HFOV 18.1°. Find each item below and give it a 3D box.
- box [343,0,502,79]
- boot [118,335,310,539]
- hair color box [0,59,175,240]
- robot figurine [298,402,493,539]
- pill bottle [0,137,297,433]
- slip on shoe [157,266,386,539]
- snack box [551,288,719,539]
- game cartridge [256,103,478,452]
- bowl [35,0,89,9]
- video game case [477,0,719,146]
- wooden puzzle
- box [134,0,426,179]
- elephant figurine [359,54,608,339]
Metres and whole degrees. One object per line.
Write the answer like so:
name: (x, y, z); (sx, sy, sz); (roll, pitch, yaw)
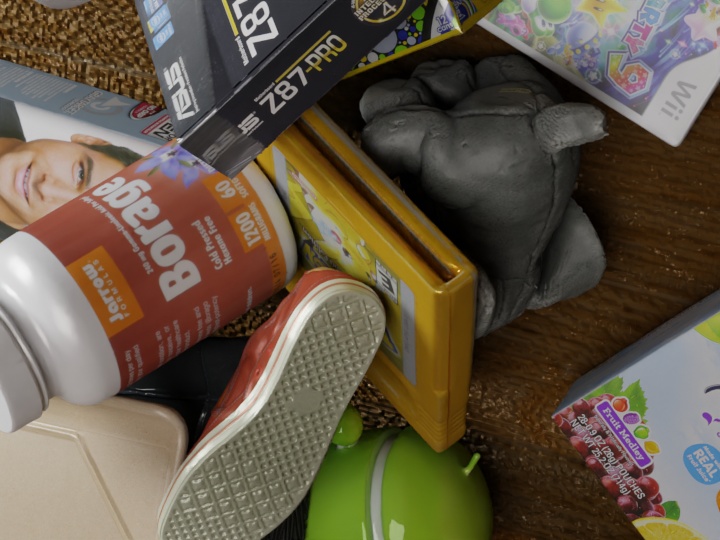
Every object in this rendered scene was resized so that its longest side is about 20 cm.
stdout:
box: (-0.020, -0.149, 1.338); (0.200, 0.064, 0.070); (-19, 103, 34)
boot: (-0.133, 0.115, 1.399); (0.200, 0.066, 0.165); (2, 83, 23)
hair color box: (-0.203, -0.069, 1.459); (0.200, 0.061, 0.099); (17, 116, 14)
robot figurine: (-0.005, 0.160, 1.439); (0.200, 0.116, 0.176); (-8, 113, 24)
pill bottle: (-0.145, 0.008, 1.330); (0.112, 0.200, 0.112); (44, 155, 28)
slip on shoe: (-0.053, 0.084, 1.306); (0.074, 0.061, 0.200); (25, 105, -24)
snack box: (0.243, 0.114, 1.350); (0.169, 0.068, 0.200); (-34, 96, 29)
game cartridge: (0.000, 0.000, 1.326); (0.176, 0.032, 0.200); (47, 159, 24)
bowl: (-0.163, -0.272, 1.308); (0.200, 0.075, 0.200); (-28, 72, 29)
video game case: (0.134, -0.181, 1.303); (0.200, 0.018, 0.143); (33, 118, 7)
wooden puzzle: (-0.191, 0.166, 1.381); (0.185, 0.037, 0.200); (10, 94, 30)
box: (-0.051, -0.170, 1.274); (0.161, 0.200, 0.049); (-42, 130, 20)
elephant figurine: (0.075, -0.018, 1.337); (0.141, 0.155, 0.200); (-8, 113, 1)
